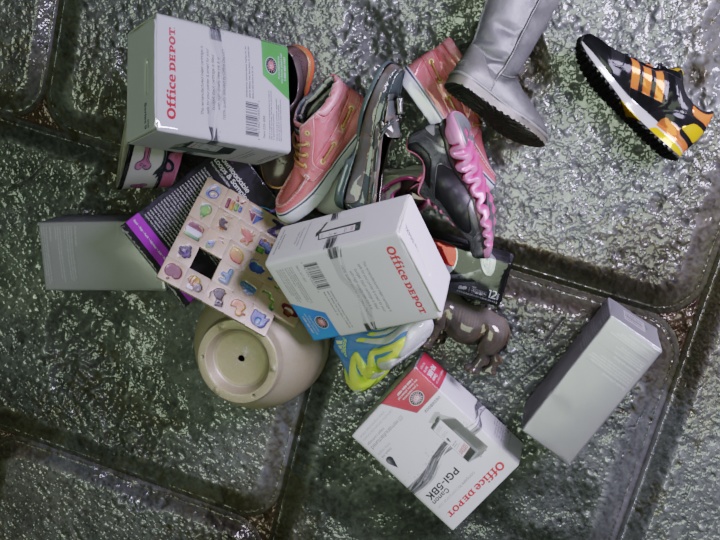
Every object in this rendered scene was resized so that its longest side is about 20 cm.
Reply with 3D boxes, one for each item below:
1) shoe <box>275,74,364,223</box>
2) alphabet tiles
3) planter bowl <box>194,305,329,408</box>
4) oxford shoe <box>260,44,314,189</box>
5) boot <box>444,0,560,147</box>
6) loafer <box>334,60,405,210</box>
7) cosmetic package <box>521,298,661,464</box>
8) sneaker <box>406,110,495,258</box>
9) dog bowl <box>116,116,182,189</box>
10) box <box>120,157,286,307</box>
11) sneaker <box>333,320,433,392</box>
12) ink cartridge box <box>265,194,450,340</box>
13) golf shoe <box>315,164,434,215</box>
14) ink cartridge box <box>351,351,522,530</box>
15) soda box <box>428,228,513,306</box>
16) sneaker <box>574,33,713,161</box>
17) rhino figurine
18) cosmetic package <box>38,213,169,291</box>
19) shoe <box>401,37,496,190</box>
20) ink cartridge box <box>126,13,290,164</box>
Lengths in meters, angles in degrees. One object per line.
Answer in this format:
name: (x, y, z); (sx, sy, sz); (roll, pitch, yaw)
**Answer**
shoe: (-0.068, -0.165, 1.290); (0.091, 0.072, 0.201); (35, 98, -36)
alphabet tiles: (-0.156, -0.012, 1.307); (0.199, 0.168, 0.008); (30, 151, -14)
planter bowl: (-0.156, 0.111, 1.368); (0.198, 0.135, 0.203); (3, 102, 13)
oxford shoe: (-0.113, -0.210, 1.322); (0.070, 0.073, 0.203); (10, 103, 11)
boot: (0.211, -0.284, 1.227); (0.181, 0.072, 0.202); (33, 76, -30)
loafer: (0.027, -0.167, 1.241); (0.062, 0.072, 0.202); (25, 105, 21)
cosmetic package: (0.305, 0.147, 1.278); (0.090, 0.107, 0.201); (33, 108, 4)
sneaker: (0.115, -0.102, 1.228); (0.094, 0.079, 0.202); (-14, 113, 16)
dog bowl: (-0.280, -0.203, 1.307); (0.073, 0.200, 0.202); (10, 106, -18)
box: (-0.215, -0.067, 1.346); (0.199, 0.036, 0.143); (-39, 100, -8)
sneaker: (0.017, 0.091, 1.328); (0.105, 0.075, 0.200); (54, 135, 10)
ink cartridge box: (0.000, 0.000, 1.250); (0.198, 0.085, 0.147); (-12, 126, 26)
golf shoe: (0.022, -0.107, 1.305); (0.198, 0.092, 0.076); (-6, 102, 15)
ink cartridge box: (0.111, 0.242, 1.361); (0.200, 0.083, 0.147); (42, 106, 2)
soda box: (0.107, -0.015, 1.314); (0.198, 0.071, 0.064); (16, 106, 9)
sneaker: (0.362, -0.239, 1.219); (0.090, 0.070, 0.200); (-42, 90, 2)
rhino figurine: (0.118, 0.068, 1.336); (0.199, 0.060, 0.088); (29, 110, 7)
cosmetic package: (-0.365, -0.028, 1.413); (0.197, 0.090, 0.108); (1, 101, 10)
shoe: (0.140, -0.206, 1.267); (0.091, 0.072, 0.201); (-36, 98, 9)
ink cartridge box: (-0.192, -0.225, 1.212); (0.084, 0.198, 0.148); (-10, 78, 49)
